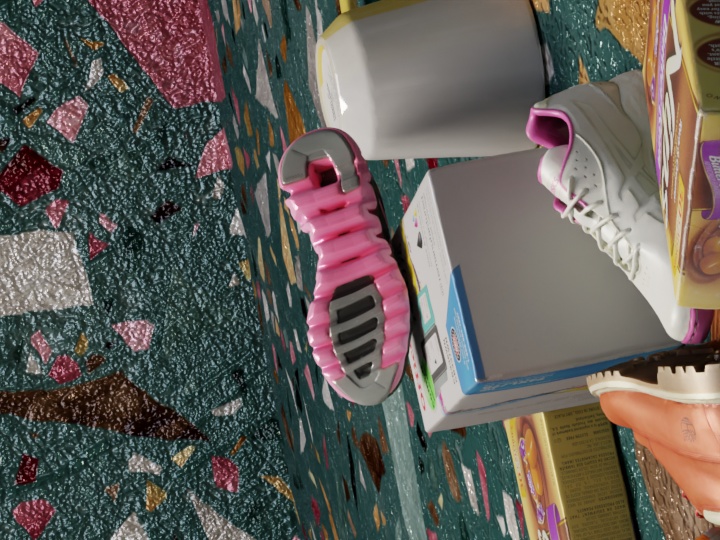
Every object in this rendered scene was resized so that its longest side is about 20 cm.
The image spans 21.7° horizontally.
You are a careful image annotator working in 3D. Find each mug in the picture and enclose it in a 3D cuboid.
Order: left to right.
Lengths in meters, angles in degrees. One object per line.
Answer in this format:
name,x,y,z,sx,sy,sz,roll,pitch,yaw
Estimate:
mug,0.043,-0.159,1.466,0.187,0.152,0.150,-119,21,-59

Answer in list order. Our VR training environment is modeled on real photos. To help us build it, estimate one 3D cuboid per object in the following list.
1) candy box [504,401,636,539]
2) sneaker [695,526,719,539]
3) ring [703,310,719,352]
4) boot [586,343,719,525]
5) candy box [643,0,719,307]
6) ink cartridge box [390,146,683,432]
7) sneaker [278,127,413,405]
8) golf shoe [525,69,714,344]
candy box,0.168,0.203,1.433,0.117,0.056,0.201,144,116,-78
sneaker,0.222,0.220,1.126,0.112,0.077,0.200,52,-177,14
ring,0.237,0.078,1.066,0.200,0.019,0.201,170,90,-78
boot,0.192,0.098,1.091,0.200,0.075,0.108,180,75,-78
candy box,0.178,-0.090,0.931,0.200,0.056,0.117,-89,-2,-50
ink cartridge box,0.113,0.015,1.293,0.200,0.145,0.147,116,142,-74
sneaker,0.000,0.000,1.349,0.095,0.079,0.201,36,-137,-72
golf shoe,0.158,-0.035,1.141,0.075,0.091,0.201,96,165,-49
